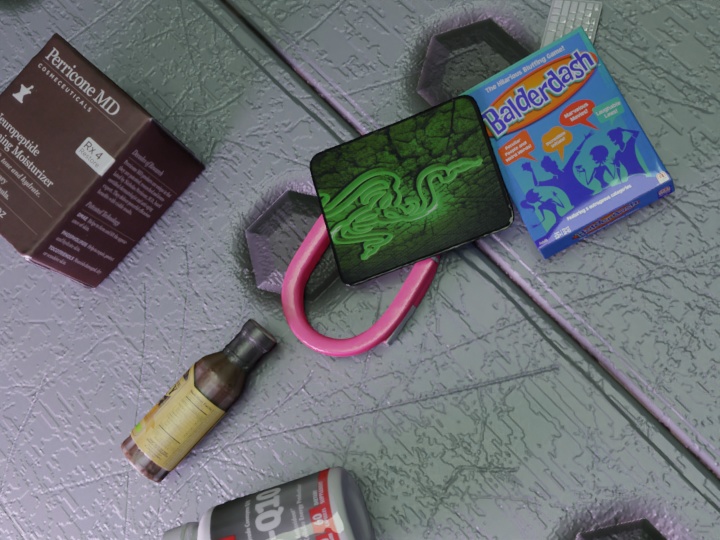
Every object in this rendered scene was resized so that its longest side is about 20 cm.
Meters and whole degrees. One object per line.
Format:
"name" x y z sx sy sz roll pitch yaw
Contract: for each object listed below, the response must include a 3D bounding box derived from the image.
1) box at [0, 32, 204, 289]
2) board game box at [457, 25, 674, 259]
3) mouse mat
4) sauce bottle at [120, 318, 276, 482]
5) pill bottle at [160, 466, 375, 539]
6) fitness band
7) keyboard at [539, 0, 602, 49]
"box" -0.318 -0.116 1.223 0.166 0.164 0.200 41 89 18
"board game box" 0.214 -0.135 1.154 0.152 0.045 0.200 -29 69 11
"mouse mat" 0.051 -0.086 1.172 0.200 0.008 0.161 -21 72 14
"sauce bottle" -0.172 0.138 1.187 0.065 0.065 0.200 43 88 18
"pill bottle" -0.094 0.280 1.108 0.200 0.114 0.114 -20 74 8
"fitness band" 0.000 0.000 1.190 0.144 0.037 0.200 31 85 18
"keyboard" 0.215 -0.205 1.199 0.056 0.011 0.200 13 81 15
